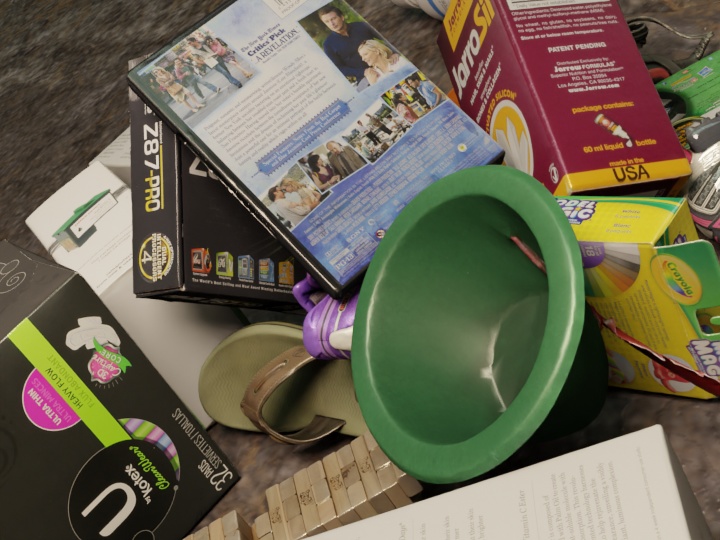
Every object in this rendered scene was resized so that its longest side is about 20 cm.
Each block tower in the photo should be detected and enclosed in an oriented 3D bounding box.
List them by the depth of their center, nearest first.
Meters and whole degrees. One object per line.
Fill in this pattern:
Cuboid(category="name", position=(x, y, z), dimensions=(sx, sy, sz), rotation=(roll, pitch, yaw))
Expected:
Cuboid(category="block tower", position=(-0.049, 0.169, 0.706), dimensions=(0.200, 0.058, 0.054), rotation=(-31, 33, 5))

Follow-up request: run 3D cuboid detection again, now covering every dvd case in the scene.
Cuboid(category="dvd case", position=(-0.029, -0.094, 0.736), dimensions=(0.143, 0.018, 0.200), rotation=(-40, 74, -17))

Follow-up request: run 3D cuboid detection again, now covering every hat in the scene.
Cuboid(category="hat", position=(0.117, 0.054, 0.658), dimensions=(0.166, 0.176, 0.200), rotation=(-53, 40, 23))

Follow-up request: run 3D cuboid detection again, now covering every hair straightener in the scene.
Cuboid(category="hair straightener", position=(0.177, -0.166, 0.901), dimensions=(0.199, 0.041, 0.077), rotation=(-16, 72, -13))

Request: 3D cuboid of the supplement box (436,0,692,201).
Cuboid(category="supplement box", position=(0.127, -0.112, 0.781), dimensions=(0.085, 0.110, 0.201), rotation=(-9, 63, -15))

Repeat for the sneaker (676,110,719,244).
Cuboid(category="sneaker", position=(0.291, -0.082, 0.744), dimensions=(0.200, 0.081, 0.075), rotation=(-31, 61, 3))

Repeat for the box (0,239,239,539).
Cuboid(category="box", position=(-0.208, 0.106, 0.785), dimensions=(0.149, 0.200, 0.124), rotation=(-46, 35, -20))

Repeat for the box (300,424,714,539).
Cuboid(category="box", position=(0.071, 0.175, 0.556), dimensions=(0.199, 0.098, 0.125), rotation=(-21, 35, 16))

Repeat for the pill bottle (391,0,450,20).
Cuboid(category="pill bottle", position=(0.112, -0.295, 1.129), dimensions=(0.200, 0.112, 0.112), rotation=(13, 53, 47))

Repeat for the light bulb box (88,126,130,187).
Cuboid(category="light bulb box", position=(-0.094, -0.110, 1.031), dimensions=(0.200, 0.125, 0.198), rotation=(-47, 29, -22))

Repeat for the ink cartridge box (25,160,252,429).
Cuboid(category="ink cartridge box", position=(-0.166, 0.014, 0.924), dimensions=(0.084, 0.146, 0.200), rotation=(-41, 33, -10))

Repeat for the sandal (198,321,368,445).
Cuboid(category="sandal", position=(-0.036, 0.080, 0.779), dimensions=(0.200, 0.080, 0.057), rotation=(0, 18, 38))

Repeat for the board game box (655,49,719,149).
Cuboid(category="board game box", position=(0.228, -0.104, 0.862), dimensions=(0.199, 0.024, 0.105), rotation=(-28, 31, 8))

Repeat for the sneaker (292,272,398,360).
Cuboid(category="sneaker", position=(0.000, 0.000, 0.783), dimensions=(0.083, 0.081, 0.200), rotation=(-7, 18, 9))

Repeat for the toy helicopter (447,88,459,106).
Cuboid(category="toy helicopter", position=(0.100, -0.120, 0.949), dimensions=(0.199, 0.079, 0.132), rotation=(-30, 19, -6))

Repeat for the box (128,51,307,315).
Cuboid(category="box", position=(-0.079, -0.054, 0.843), dimensions=(0.049, 0.200, 0.162), rotation=(-9, 79, 33))

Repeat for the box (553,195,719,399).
Cuboid(category="box", position=(0.133, 0.012, 0.700), dimensions=(0.199, 0.118, 0.048), rotation=(7, 45, 44))
